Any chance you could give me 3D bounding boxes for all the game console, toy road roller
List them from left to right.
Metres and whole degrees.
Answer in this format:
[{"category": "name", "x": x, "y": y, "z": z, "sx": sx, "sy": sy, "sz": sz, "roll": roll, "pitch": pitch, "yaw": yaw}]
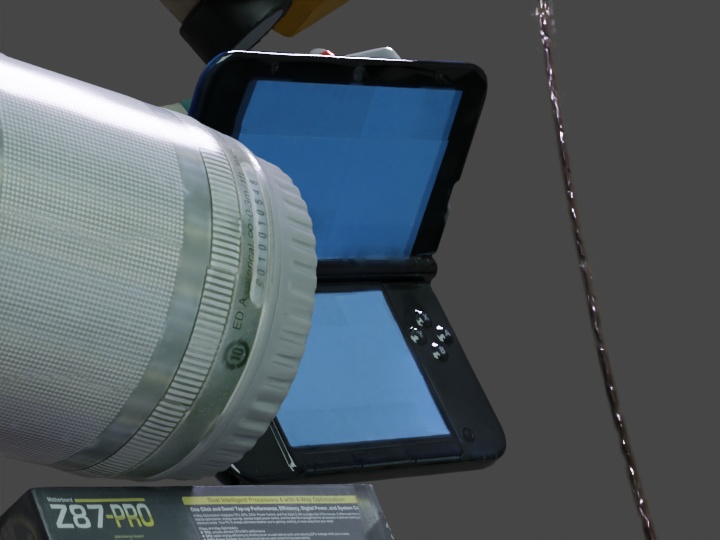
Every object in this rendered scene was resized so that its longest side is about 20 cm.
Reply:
[{"category": "toy road roller", "x": -0.039, "y": -0.207, "z": 1.520, "sx": 0.123, "sy": 0.146, "sz": 0.200, "roll": 49, "pitch": 36, "yaw": 3}, {"category": "game console", "x": 0.000, "y": 0.000, "z": 1.388, "sx": 0.199, "sy": 0.118, "sz": 0.171, "roll": -2, "pitch": 57, "yaw": -46}]

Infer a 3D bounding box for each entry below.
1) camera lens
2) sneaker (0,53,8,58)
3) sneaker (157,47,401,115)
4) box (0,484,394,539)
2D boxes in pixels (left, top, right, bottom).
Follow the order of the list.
[{"category": "camera lens", "x": -0.138, "y": -0.002, "z": 1.212, "sx": 0.199, "sy": 0.160, "sz": 0.161, "roll": 17, "pitch": 45, "yaw": -35}, {"category": "sneaker", "x": -0.232, "y": -0.090, "z": 1.295, "sx": 0.199, "sy": 0.072, "sz": 0.072, "roll": 24, "pitch": 2, "yaw": -17}, {"category": "sneaker", "x": -0.053, "y": -0.073, "z": 1.424, "sx": 0.199, "sy": 0.093, "sz": 0.071, "roll": -17, "pitch": 68, "yaw": -52}, {"category": "box", "x": -0.049, "y": 0.169, "z": 1.236, "sx": 0.199, "sy": 0.049, "sz": 0.162, "roll": 3, "pitch": 56, "yaw": -44}]
